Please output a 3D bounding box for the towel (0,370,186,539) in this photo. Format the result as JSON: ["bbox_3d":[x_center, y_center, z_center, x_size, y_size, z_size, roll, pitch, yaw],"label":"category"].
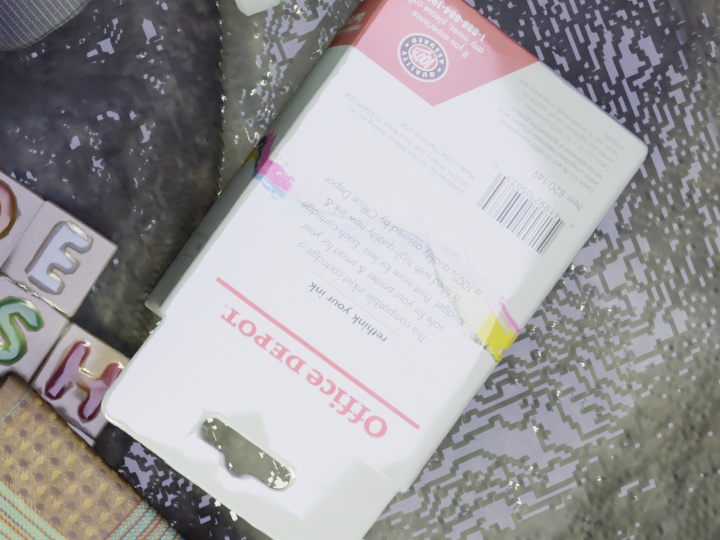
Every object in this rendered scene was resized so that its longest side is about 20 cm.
[{"bbox_3d":[-0.152,0.156,1.017,0.200,0.022,0.147,-45,101,-3],"label":"towel"}]

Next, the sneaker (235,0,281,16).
[{"bbox_3d":[-0.028,-0.205,0.980,0.118,0.074,0.201,-24,113,-1],"label":"sneaker"}]

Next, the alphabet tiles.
[{"bbox_3d":[-0.191,0.024,1.012,0.200,0.008,0.167,34,88,-10],"label":"alphabet tiles"}]

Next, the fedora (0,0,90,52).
[{"bbox_3d":[-0.138,-0.138,0.931,0.177,0.200,0.090,-38,129,3],"label":"fedora"}]

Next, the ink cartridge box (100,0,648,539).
[{"bbox_3d":[0.000,0.000,1.012,0.116,0.067,0.200,37,86,-10],"label":"ink cartridge box"}]
